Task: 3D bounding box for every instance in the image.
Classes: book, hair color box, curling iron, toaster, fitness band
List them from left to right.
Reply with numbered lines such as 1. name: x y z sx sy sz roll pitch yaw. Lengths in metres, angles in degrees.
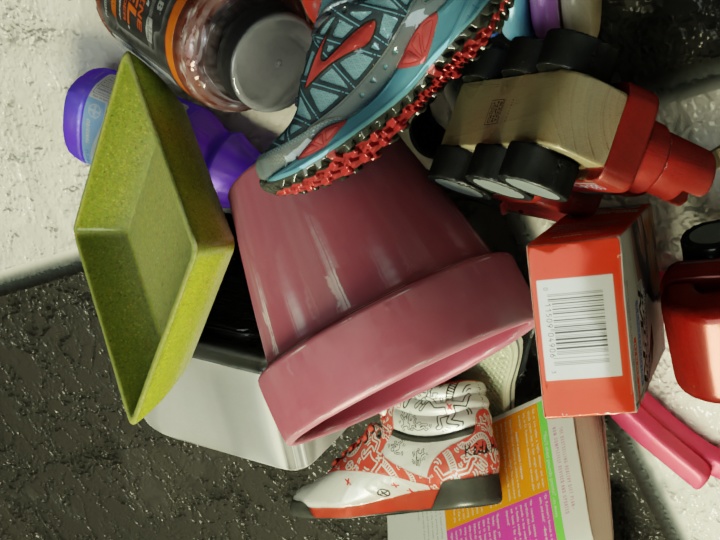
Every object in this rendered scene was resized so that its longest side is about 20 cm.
1. toaster: -0.072 0.050 1.262 0.198 0.181 0.120 11 130 29
2. book: 0.103 0.189 1.218 0.199 0.135 0.048 -27 140 34
3. curling iron: 0.116 -0.043 1.165 0.198 0.026 0.050 23 119 18
4. hair color box: 0.161 0.021 1.031 0.063 0.200 0.112 -5 97 15
5. fitness band: 0.258 0.087 1.162 0.200 0.037 0.144 40 132 2

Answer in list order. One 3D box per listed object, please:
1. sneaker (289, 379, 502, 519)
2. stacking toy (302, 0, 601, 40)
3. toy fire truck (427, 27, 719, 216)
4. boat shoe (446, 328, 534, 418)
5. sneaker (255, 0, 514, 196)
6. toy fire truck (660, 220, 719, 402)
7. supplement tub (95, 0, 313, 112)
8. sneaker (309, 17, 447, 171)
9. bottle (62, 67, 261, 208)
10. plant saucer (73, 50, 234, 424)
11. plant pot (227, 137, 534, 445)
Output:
1. sneaker: 0.024 0.140 1.234 0.200 0.067 0.109 -13 78 39
2. stacking toy: 0.058 -0.190 1.025 0.198 0.086 0.086 1 124 14
3. toy fire truck: 0.172 -0.085 1.007 0.198 0.130 0.176 21 175 -19
4. boat shoe: 0.100 0.075 1.244 0.074 0.063 0.201 25 148 10
5. sneaker: 0.001 -0.132 0.985 0.200 0.079 0.096 -42 78 9
6. toy fire truck: 0.276 0.061 0.979 0.174 0.200 0.130 -5 113 26
7. supplement tub: -0.107 -0.180 1.114 0.200 0.106 0.108 37 144 48
8. sneaker: 0.021 -0.157 1.127 0.087 0.076 0.201 4 133 24
9. bottle: -0.152 -0.100 1.285 0.199 0.065 0.084 24 131 18
10. plant saucer: -0.151 -0.024 1.150 0.201 0.047 0.201 67 147 35
11. plant pot: 0.000 0.000 1.085 0.200 0.199 0.180 -36 76 45
